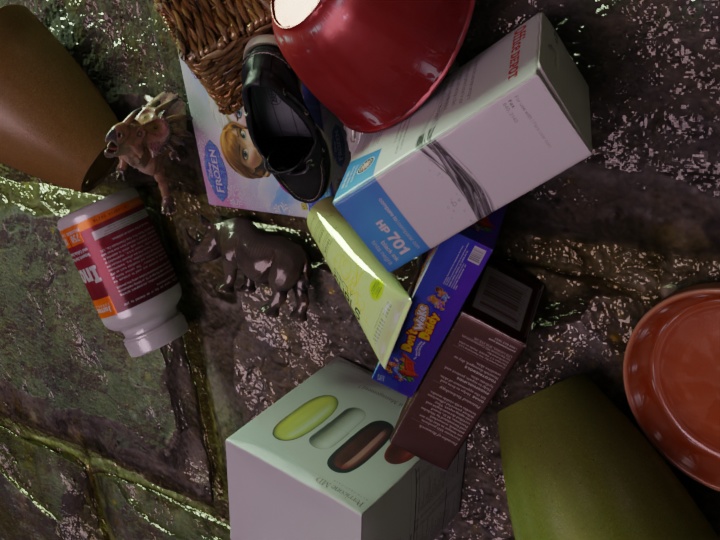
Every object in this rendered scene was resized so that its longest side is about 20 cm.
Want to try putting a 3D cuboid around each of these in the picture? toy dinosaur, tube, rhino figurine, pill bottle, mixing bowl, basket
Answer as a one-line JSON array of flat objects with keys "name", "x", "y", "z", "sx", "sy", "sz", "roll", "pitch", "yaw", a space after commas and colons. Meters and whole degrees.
[{"name": "toy dinosaur", "x": -0.231, "y": -0.162, "z": 1.132, "sx": 0.085, "sy": 0.201, "sz": 0.136, "roll": 14, "pitch": 131, "yaw": -9}, {"name": "tube", "x": 0.000, "y": 0.000, "z": 0.966, "sx": 0.058, "sy": 0.052, "sz": 0.201, "roll": 61, "pitch": 179, "yaw": -43}, {"name": "rhino figurine", "x": -0.136, "y": -0.015, "z": 1.175, "sx": 0.198, "sy": 0.060, "sz": 0.089, "roll": 25, "pitch": 107, "yaw": 30}, {"name": "pill bottle", "x": -0.302, "y": 0.004, "z": 1.291, "sx": 0.112, "sy": 0.113, "sz": 0.202, "roll": -16, "pitch": 101, "yaw": 44}, {"name": "mixing bowl", "x": -0.007, "y": -0.229, "z": 0.847, "sx": 0.199, "sy": 0.108, "sz": 0.203, "roll": -24, "pitch": 58, "yaw": 46}, {"name": "basket", "x": -0.133, "y": -0.288, "z": 0.993, "sx": 0.142, "sy": 0.149, "sz": 0.202, "roll": -28, "pitch": 75, "yaw": 2}]

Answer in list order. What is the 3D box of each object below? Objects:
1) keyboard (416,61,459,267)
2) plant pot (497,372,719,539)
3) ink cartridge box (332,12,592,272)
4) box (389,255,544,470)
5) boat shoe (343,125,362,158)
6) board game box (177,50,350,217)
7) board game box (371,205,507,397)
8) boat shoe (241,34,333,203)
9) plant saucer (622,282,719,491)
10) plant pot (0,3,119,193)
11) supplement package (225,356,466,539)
[{"name": "keyboard", "x": 0.072, "y": -0.101, "z": 0.957, "sx": 0.011, "sy": 0.056, "sz": 0.202, "roll": 12, "pitch": 123, "yaw": 7}, {"name": "plant pot", "x": 0.212, "y": 0.207, "z": 0.933, "sx": 0.187, "sy": 0.186, "sz": 0.202, "roll": -37, "pitch": 71, "yaw": 45}, {"name": "ink cartridge box", "x": 0.087, "y": -0.107, "z": 0.828, "sx": 0.199, "sy": 0.147, "sz": 0.086, "roll": -29, "pitch": 111, "yaw": 26}, {"name": "box", "x": 0.104, "y": 0.095, "z": 0.990, "sx": 0.074, "sy": 0.100, "sz": 0.201, "roll": 27, "pitch": 131, "yaw": 2}, {"name": "boat shoe", "x": 0.014, "y": -0.145, "z": 0.973, "sx": 0.065, "sy": 0.072, "sz": 0.202, "roll": 28, "pitch": 127, "yaw": 32}, {"name": "board game box", "x": -0.104, "y": -0.162, "z": 1.083, "sx": 0.198, "sy": 0.041, "sz": 0.203, "roll": 9, "pitch": 118, "yaw": 37}, {"name": "board game box", "x": 0.079, "y": 0.005, "z": 0.946, "sx": 0.044, "sy": 0.135, "sz": 0.201, "roll": 25, "pitch": 130, "yaw": 1}, {"name": "boat shoe", "x": -0.072, "y": -0.126, "z": 0.957, "sx": 0.073, "sy": 0.067, "sz": 0.201, "roll": 1, "pitch": 140, "yaw": 8}, {"name": "plant saucer", "x": 0.327, "y": 0.103, "z": 0.862, "sx": 0.199, "sy": 0.032, "sz": 0.203, "roll": 20, "pitch": 124, "yaw": 33}, {"name": "plant pot", "x": -0.397, "y": -0.193, "z": 1.241, "sx": 0.199, "sy": 0.187, "sz": 0.187, "roll": 38, "pitch": 133, "yaw": 1}, {"name": "supplement package", "x": -0.014, "y": 0.230, "z": 1.103, "sx": 0.190, "sy": 0.199, "sz": 0.149, "roll": 21, "pitch": 125, "yaw": 30}]
